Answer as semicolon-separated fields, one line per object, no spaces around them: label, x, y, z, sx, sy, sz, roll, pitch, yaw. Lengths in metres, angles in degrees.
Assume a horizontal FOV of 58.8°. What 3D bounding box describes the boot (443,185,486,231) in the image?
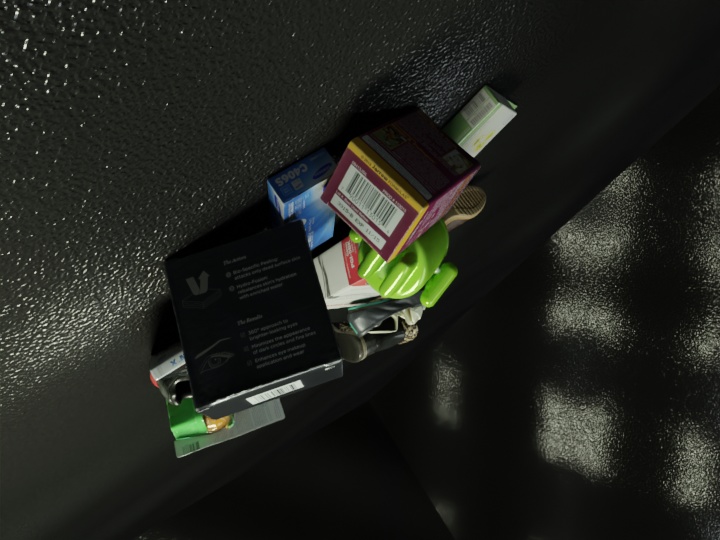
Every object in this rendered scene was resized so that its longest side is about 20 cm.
boot;0.173;-0.109;1.419;0.197;0.074;0.166;-31;176;-25

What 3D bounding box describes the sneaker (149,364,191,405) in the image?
sneaker;-0.262;0.165;1.108;0.196;0.098;0.072;-27;138;-15

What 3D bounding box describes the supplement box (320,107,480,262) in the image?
supplement box;0.059;-0.123;0.872;0.199;0.131;0.104;-36;165;-49

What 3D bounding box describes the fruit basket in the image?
fruit basket;-0.251;0.234;1.165;0.194;0.187;0.096;-14;134;-17

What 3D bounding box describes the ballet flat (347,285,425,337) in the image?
ballet flat;0.068;0.076;1.200;0.195;0.075;0.073;-18;160;-19

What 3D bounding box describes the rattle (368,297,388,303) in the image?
rattle;0.002;0.017;1.268;0.138;0.135;0.200;8;180;-15

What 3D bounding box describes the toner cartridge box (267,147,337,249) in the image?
toner cartridge box;-0.082;-0.086;0.921;0.094;0.044;0.201;-34;164;-17

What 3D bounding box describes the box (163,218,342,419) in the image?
box;-0.139;0.068;0.864;0.191;0.205;0.118;-17;163;-5

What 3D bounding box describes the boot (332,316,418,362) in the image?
boot;0.014;0.126;1.292;0.147;0.076;0.199;-16;-174;-24

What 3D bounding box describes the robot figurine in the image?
robot figurine;0.069;-0.034;0.973;0.117;0.174;0.200;-55;173;31

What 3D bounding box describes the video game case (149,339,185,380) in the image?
video game case;-0.248;0.106;1.012;0.180;0.022;0.199;-32;-173;-17

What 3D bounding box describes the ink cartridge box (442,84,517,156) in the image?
ink cartridge box;0.209;-0.238;1.119;0.145;0.048;0.198;-44;161;24

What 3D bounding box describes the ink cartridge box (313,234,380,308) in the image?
ink cartridge box;0.000;0.000;1.131;0.144;0.086;0.198;-4;165;-37
